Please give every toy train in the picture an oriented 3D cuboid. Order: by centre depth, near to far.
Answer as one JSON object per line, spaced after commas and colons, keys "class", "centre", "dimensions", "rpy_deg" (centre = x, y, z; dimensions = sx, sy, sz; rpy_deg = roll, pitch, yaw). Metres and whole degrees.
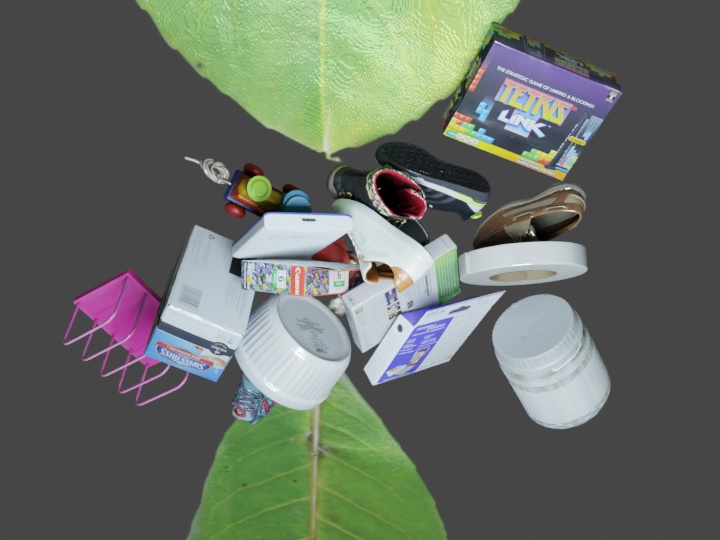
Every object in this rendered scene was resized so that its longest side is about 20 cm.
{"class": "toy train", "centre": [-0.170, -0.124, 1.410], "dimensions": [0.199, 0.085, 0.116], "rpy_deg": [27, 173, -18]}

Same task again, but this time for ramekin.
{"class": "ramekin", "centre": [-0.108, 0.127, 1.594], "dimensions": [0.200, 0.201, 0.105], "rpy_deg": [32, 118, -22]}

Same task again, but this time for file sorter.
{"class": "file sorter", "centre": [-0.408, 0.127, 1.662], "dimensions": [0.138, 0.126, 0.200], "rpy_deg": [-25, 125, 24]}

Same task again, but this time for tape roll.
{"class": "tape roll", "centre": [0.253, -0.009, 1.462], "dimensions": [0.201, 0.037, 0.203], "rpy_deg": [-3, 171, -1]}

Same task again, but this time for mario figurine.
{"class": "mario figurine", "centre": [0.000, 0.000, 1.563], "dimensions": [0.200, 0.106, 0.124], "rpy_deg": [33, 91, -35]}

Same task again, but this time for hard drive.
{"class": "hard drive", "centre": [-0.106, -0.051, 1.400], "dimensions": [0.131, 0.026, 0.200], "rpy_deg": [0, 169, -21]}

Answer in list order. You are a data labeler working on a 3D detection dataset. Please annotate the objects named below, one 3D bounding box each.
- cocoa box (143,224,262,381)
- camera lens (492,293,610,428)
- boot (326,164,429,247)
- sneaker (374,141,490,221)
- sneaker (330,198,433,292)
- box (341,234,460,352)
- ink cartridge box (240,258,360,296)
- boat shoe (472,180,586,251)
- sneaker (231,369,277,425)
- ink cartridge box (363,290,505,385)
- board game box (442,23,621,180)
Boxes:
{"class": "cocoa box", "centre": [-0.255, 0.053, 1.531], "dimensions": [0.133, 0.201, 0.131], "rpy_deg": [23, 130, -15]}
{"class": "camera lens", "centre": [0.329, 0.160, 1.600], "dimensions": [0.159, 0.161, 0.200], "rpy_deg": [-19, 128, 20]}
{"class": "boot", "centre": [0.053, -0.090, 1.415], "dimensions": [0.200, 0.073, 0.150], "rpy_deg": [42, 166, -21]}
{"class": "sneaker", "centre": [0.105, -0.125, 1.427], "dimensions": [0.199, 0.072, 0.083], "rpy_deg": [22, 131, -14]}
{"class": "sneaker", "centre": [0.009, -0.037, 1.364], "dimensions": [0.085, 0.200, 0.073], "rpy_deg": [-47, 142, -10]}
{"class": "box", "centre": [0.069, 0.039, 1.506], "dimensions": [0.199, 0.036, 0.145], "rpy_deg": [-29, 148, -11]}
{"class": "ink cartridge box", "centre": [-0.077, 0.012, 1.437], "dimensions": [0.199, 0.109, 0.051], "rpy_deg": [6, 96, 37]}
{"class": "boat shoe", "centre": [0.261, -0.068, 1.462], "dimensions": [0.199, 0.072, 0.076], "rpy_deg": [-32, 122, 29]}
{"class": "sneaker", "centre": [-0.193, 0.236, 1.709], "dimensions": [0.079, 0.096, 0.200], "rpy_deg": [33, 161, 15]}
{"class": "ink cartridge box", "centre": [0.124, 0.100, 1.571], "dimensions": [0.197, 0.043, 0.200], "rpy_deg": [-11, 146, -42]}
{"class": "board game box", "centre": [0.240, -0.235, 1.327], "dimensions": [0.199, 0.057, 0.166], "rpy_deg": [19, 132, -11]}
